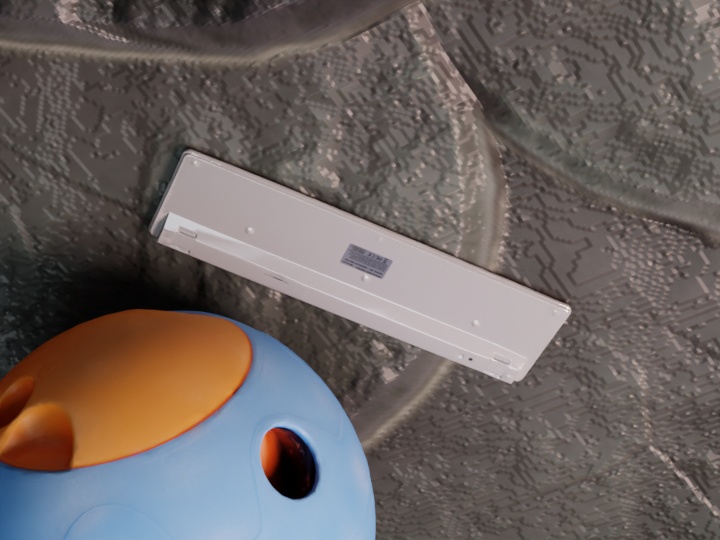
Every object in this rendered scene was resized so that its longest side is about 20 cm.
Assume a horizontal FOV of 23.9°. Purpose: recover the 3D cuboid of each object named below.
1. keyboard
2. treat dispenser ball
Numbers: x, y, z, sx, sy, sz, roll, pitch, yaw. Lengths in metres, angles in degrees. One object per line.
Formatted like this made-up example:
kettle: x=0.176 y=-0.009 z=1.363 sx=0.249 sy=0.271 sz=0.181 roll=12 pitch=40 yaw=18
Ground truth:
keyboard: x=0.000 y=0.000 z=0.806 sx=0.199 sy=0.011 sz=0.056 roll=22 pitch=125 yaw=-11
treat dispenser ball: x=-0.093 y=0.118 z=0.791 sx=0.199 sy=0.202 sz=0.202 roll=4 pitch=131 yaw=5
